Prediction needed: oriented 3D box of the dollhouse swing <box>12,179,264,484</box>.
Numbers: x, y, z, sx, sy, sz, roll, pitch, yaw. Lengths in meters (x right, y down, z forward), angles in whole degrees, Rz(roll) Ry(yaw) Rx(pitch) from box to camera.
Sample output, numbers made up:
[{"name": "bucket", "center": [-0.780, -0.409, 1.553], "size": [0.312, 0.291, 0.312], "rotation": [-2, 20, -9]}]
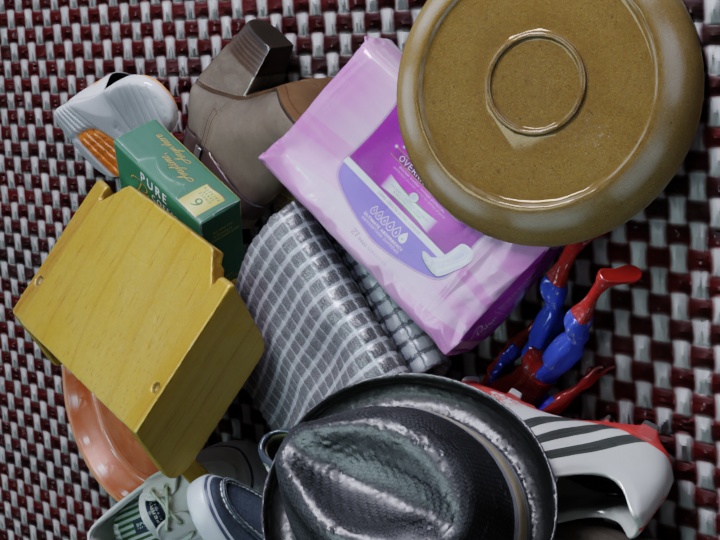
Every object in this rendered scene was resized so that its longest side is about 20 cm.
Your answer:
[{"name": "dollhouse swing", "center": [-0.143, 0.066, 1.257], "size": [0.200, 0.176, 0.182], "rotation": [34, 91, 44]}]

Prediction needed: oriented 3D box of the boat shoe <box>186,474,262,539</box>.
[{"name": "boat shoe", "center": [-0.038, 0.204, 1.204], "size": [0.091, 0.200, 0.071], "rotation": [-32, 33, 20]}]

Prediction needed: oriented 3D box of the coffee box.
[{"name": "coffee box", "center": [-0.142, -0.012, 1.298], "size": [0.123, 0.044, 0.200], "rotation": [42, 150, 33]}]

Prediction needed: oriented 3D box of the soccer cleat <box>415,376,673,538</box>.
[{"name": "soccer cleat", "center": [0.103, 0.125, 1.040], "size": [0.199, 0.085, 0.069], "rotation": [10, 129, 18]}]

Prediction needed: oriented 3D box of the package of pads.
[{"name": "package of pads", "center": [0.040, -0.052, 1.074], "size": [0.200, 0.076, 0.121], "rotation": [46, 105, 15]}]

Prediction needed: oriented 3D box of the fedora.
[{"name": "fedora", "center": [0.018, 0.139, 0.979], "size": [0.200, 0.092, 0.201], "rotation": [-8, 65, 18]}]

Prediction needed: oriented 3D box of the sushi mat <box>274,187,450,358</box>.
[{"name": "sushi mat", "center": [0.000, 0.000, 1.221], "size": [0.200, 0.012, 0.096], "rotation": [29, 121, 40]}]

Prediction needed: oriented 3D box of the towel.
[{"name": "towel", "center": [-0.031, 0.062, 1.191], "size": [0.166, 0.085, 0.200], "rotation": [56, 145, 20]}]

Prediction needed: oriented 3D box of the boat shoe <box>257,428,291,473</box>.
[{"name": "boat shoe", "center": [0.007, 0.153, 1.072], "size": [0.200, 0.075, 0.062], "rotation": [23, 154, 47]}]

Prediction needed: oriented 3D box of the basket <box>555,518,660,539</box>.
[{"name": "basket", "center": [0.088, 0.220, 1.093], "size": [0.200, 0.136, 0.181], "rotation": [28, 86, 46]}]

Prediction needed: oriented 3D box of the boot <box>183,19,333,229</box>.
[{"name": "boot", "center": [-0.068, -0.091, 1.230], "size": [0.200, 0.070, 0.146], "rotation": [55, 132, 34]}]

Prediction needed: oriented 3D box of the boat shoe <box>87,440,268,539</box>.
[{"name": "boat shoe", "center": [-0.158, 0.206, 1.359], "size": [0.200, 0.067, 0.074], "rotation": [-38, 71, 38]}]

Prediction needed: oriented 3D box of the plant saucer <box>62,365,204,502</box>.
[{"name": "plant saucer", "center": [-0.205, 0.121, 1.459], "size": [0.200, 0.032, 0.201], "rotation": [14, 110, 43]}]

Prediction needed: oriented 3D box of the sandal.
[{"name": "sandal", "center": [-0.192, -0.134, 1.358], "size": [0.079, 0.059, 0.206], "rotation": [52, 151, -16]}]

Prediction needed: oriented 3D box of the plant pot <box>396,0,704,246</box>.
[{"name": "plant pot", "center": [0.112, -0.115, 0.994], "size": [0.199, 0.027, 0.201], "rotation": [-1, 88, 21]}]

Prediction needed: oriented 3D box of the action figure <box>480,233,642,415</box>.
[{"name": "action figure", "center": [0.128, 0.056, 1.073], "size": [0.065, 0.052, 0.200], "rotation": [55, 139, 29]}]
